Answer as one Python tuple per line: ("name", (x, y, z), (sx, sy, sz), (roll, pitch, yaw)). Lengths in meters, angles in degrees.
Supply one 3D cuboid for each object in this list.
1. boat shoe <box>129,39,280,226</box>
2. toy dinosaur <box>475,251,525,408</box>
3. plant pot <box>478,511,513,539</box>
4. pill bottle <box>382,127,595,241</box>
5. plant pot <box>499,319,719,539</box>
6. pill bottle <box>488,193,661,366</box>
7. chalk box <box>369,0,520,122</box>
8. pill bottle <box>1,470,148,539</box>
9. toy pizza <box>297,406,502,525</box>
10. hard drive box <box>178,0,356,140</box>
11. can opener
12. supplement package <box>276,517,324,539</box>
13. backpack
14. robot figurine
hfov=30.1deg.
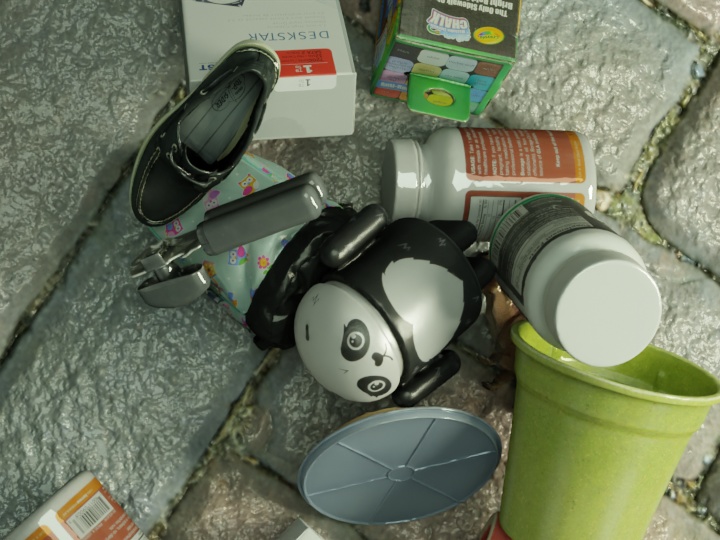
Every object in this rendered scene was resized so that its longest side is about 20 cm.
("boat shoe", (-0.139, -0.111, 1.178), (0.074, 0.066, 0.199), (39, 105, -21))
("toy dinosaur", (0.188, 0.071, 1.358), (0.199, 0.086, 0.136), (36, 73, -9))
("plant pot", (0.178, 0.333, 1.279), (0.176, 0.200, 0.202), (26, 81, 4))
("pill bottle", (0.125, -0.086, 1.338), (0.198, 0.112, 0.113), (1, 84, -9))
("plant pot", (0.212, 0.165, 1.233), (0.198, 0.200, 0.186), (12, 102, -8))
("pill bottle", (0.191, 0.007, 1.203), (0.112, 0.200, 0.114), (-3, 108, -8))
("chalk box", (0.084, -0.237, 1.330), (0.124, 0.124, 0.202), (11, 70, -8))
("pill bottle", (-0.235, 0.296, 1.249), (0.112, 0.112, 0.200), (-40, 92, -11))
("toy pizza", (0.037, 0.182, 1.280), (0.198, 0.201, 0.032), (-4, 51, -9))
("hard drive box", (-0.094, -0.218, 1.290), (0.154, 0.077, 0.201), (-4, 47, -9))
("can opener", (-0.116, -0.023, 1.193), (0.198, 0.053, 0.067), (-19, 112, 19))
("supplement package", (-0.020, 0.347, 1.276), (0.200, 0.114, 0.110), (44, 81, -3))
("backpack", (-0.108, -0.042, 1.276), (0.199, 0.127, 0.167), (36, 85, 22))
("robot figurine", (0.032, 0.032, 1.225), (0.200, 0.125, 0.150), (-38, 72, -26))
